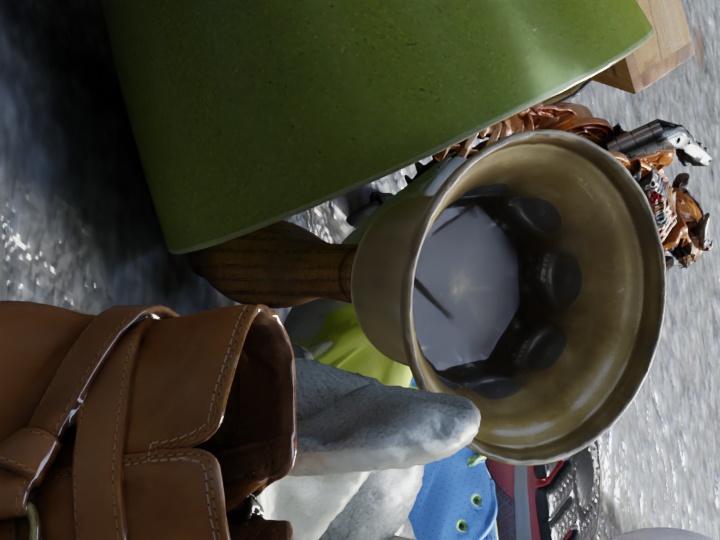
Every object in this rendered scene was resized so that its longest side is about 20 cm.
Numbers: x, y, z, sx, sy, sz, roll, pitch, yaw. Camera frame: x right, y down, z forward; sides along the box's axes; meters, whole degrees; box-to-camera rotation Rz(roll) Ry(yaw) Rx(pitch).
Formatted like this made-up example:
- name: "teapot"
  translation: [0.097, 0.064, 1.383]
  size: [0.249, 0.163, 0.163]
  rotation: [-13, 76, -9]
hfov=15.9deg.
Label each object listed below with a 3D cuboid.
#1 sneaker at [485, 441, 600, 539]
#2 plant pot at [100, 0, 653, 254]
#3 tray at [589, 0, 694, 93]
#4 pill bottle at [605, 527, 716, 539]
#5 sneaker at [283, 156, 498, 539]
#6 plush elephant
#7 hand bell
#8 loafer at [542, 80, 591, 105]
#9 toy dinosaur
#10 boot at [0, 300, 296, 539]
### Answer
- name: "sneaker"
  translation: [0.046, 0.119, 1.000]
  size: [0.074, 0.087, 0.201]
  rotation: [-27, 113, -68]
- name: "plant pot"
  translation: [-0.023, -0.135, 0.894]
  size: [0.200, 0.187, 0.187]
  rotation: [65, 25, -7]
- name: "tray"
  translation: [0.042, -0.139, 1.018]
  size: [0.037, 0.200, 0.099]
  rotation: [-34, 122, -22]
- name: "pill bottle"
  translation: [0.128, 0.171, 1.134]
  size: [0.200, 0.111, 0.111]
  rotation: [101, -13, -79]
- name: "sneaker"
  translation: [0.015, 0.055, 0.952]
  size: [0.105, 0.076, 0.200]
  rotation: [39, 62, -11]
- name: "plush elephant"
  translation: [-0.028, 0.097, 0.780]
  size: [0.200, 0.155, 0.165]
  rotation: [54, -10, -25]
- name: "hand bell"
  translation: [0.000, 0.000, 0.875]
  size: [0.104, 0.200, 0.104]
  rotation: [-4, 97, -34]
- name: "loafer"
  translation: [0.046, -0.094, 1.154]
  size: [0.200, 0.072, 0.073]
  rotation: [-23, 106, -67]
- name: "toy dinosaur"
  translation: [0.073, -0.032, 1.093]
  size: [0.200, 0.136, 0.102]
  rotation: [40, 26, -35]
- name: "boot"
  translation: [-0.090, 0.102, 0.649]
  size: [0.077, 0.155, 0.201]
  rotation: [50, 39, -54]
